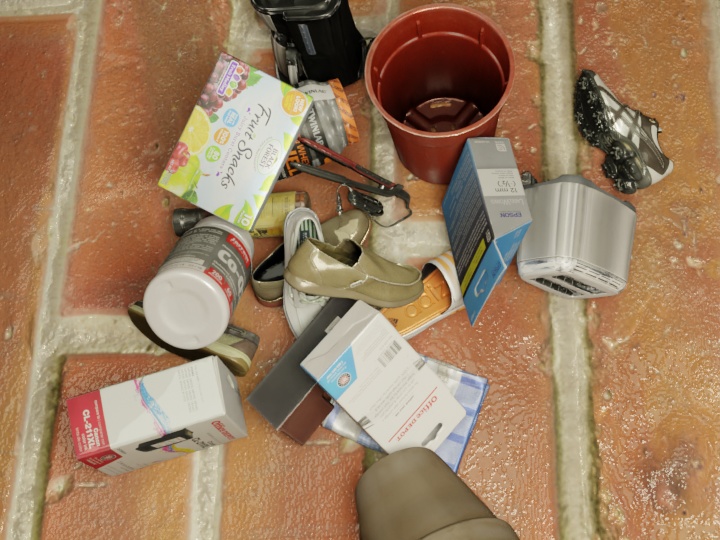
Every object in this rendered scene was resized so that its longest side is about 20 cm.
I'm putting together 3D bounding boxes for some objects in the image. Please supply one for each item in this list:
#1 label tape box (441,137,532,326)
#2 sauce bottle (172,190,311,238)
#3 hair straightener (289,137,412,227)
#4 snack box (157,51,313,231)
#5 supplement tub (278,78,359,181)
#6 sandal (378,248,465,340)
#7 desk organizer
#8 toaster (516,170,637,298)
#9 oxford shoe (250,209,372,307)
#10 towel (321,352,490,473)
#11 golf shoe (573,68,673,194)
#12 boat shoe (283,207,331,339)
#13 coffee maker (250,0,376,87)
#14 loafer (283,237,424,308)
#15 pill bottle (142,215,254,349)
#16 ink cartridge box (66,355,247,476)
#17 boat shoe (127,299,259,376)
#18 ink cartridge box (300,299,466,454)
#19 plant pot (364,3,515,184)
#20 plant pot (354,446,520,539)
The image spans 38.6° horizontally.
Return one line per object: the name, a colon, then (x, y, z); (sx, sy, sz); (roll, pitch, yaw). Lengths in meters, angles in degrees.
label tape box: (0.168, -0.050, 1.338); (0.065, 0.144, 0.202); (-3, 57, -14)
sauce bottle: (-0.170, -0.076, 1.482); (0.197, 0.066, 0.067); (-5, 68, 8)
hair straightener: (-0.013, -0.112, 1.448); (0.198, 0.041, 0.078); (24, 89, -22)
snack box: (-0.168, -0.173, 1.400); (0.141, 0.053, 0.202); (26, 90, -3)
supplement tub: (-0.109, -0.198, 1.489); (0.198, 0.123, 0.124); (-21, 68, -1)
sandal: (0.106, 0.026, 1.403); (0.206, 0.059, 0.079); (-36, 67, -15)
desk organizer: (-0.050, 0.127, 1.362); (0.072, 0.077, 0.200); (37, 83, 36)
toaster: (0.279, -0.042, 1.353); (0.113, 0.199, 0.131); (-9, 68, 45)
oxford shoe: (-0.067, -0.024, 1.442); (0.199, 0.075, 0.071); (-39, 69, -9)
towel: (0.059, 0.177, 1.378); (0.198, 0.024, 0.148); (20, 74, 14)
golf shoe: (0.373, -0.203, 1.468); (0.093, 0.078, 0.202); (-14, 69, -18)
boat shoe: (-0.072, 0.019, 1.381); (0.073, 0.067, 0.203); (-13, 102, -8)
coffee maker: (-0.053, -0.369, 1.506); (0.190, 0.200, 0.136); (-20, 69, -1)
loafer: (0.000, 0.000, 1.329); (0.198, 0.068, 0.076); (4, 28, -28)
pill bottle: (-0.208, 0.008, 1.377); (0.112, 0.115, 0.201); (2, 27, 7)
ink cartridge box: (-0.260, 0.192, 1.344); (0.198, 0.146, 0.084); (-16, 69, 1)
boat shoe: (-0.230, 0.084, 1.429); (0.198, 0.074, 0.065); (24, 58, 16)
ink cartridge box: (0.031, 0.151, 1.311); (0.116, 0.200, 0.067); (-46, 27, -10)
plant pot: (0.113, -0.229, 1.434); (0.198, 0.196, 0.203); (-2, 69, 5)
plant pot: (0.079, 0.318, 1.248); (0.198, 0.201, 0.174); (-26, 51, -4)
